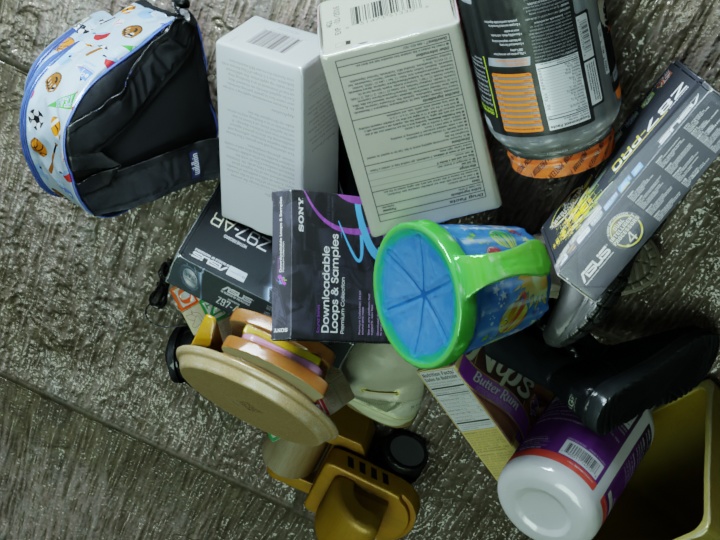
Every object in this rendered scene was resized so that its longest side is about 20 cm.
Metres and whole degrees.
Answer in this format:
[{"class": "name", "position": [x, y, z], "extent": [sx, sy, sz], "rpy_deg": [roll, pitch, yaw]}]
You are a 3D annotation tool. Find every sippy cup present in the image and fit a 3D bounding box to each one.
[{"class": "sippy cup", "position": [0.102, 0.014, 1.382], "extent": [0.178, 0.130, 0.140], "rpy_deg": [32, 124, 49]}]

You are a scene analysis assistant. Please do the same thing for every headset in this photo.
[{"class": "headset", "position": [-0.172, 0.078, 1.715], "extent": [0.123, 0.094, 0.200], "rpy_deg": [-17, 136, 32]}]

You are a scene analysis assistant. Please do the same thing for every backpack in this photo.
[{"class": "backpack", "position": [-0.242, -0.153, 1.449], "extent": [0.154, 0.191, 0.201], "rpy_deg": [15, 134, 32]}]

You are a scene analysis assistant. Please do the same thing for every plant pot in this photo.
[{"class": "plant pot", "position": [0.363, 0.274, 1.585], "extent": [0.200, 0.196, 0.194], "rpy_deg": [35, 133, -22]}]

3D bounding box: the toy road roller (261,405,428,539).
[{"class": "toy road roller", "position": [-0.026, 0.249, 1.735], "extent": [0.199, 0.146, 0.123], "rpy_deg": [25, 133, -1]}]

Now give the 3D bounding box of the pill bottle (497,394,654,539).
[{"class": "pill bottle", "position": [0.230, 0.183, 1.533], "extent": [0.112, 0.200, 0.113], "rpy_deg": [21, 134, 23]}]

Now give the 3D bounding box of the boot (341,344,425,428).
[{"class": "boot", "position": [-0.009, 0.076, 1.635], "extent": [0.199, 0.072, 0.155], "rpy_deg": [24, 131, 2]}]

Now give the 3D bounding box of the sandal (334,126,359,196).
[{"class": "sandal", "position": [-0.003, -0.106, 1.493], "extent": [0.076, 0.043, 0.201], "rpy_deg": [9, 131, 15]}]

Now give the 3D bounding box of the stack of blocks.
[{"class": "stack of blocks", "position": [-0.106, 0.079, 1.610], "extent": [0.115, 0.059, 0.201], "rpy_deg": [-28, 91, 32]}]

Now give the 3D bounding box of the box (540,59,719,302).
[{"class": "box", "position": [0.240, -0.080, 1.290], "extent": [0.049, 0.161, 0.200], "rpy_deg": [36, 104, -10]}]

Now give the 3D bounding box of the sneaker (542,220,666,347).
[{"class": "sneaker", "position": [0.222, -0.021, 1.418], "extent": [0.091, 0.076, 0.200], "rpy_deg": [31, 91, 16]}]

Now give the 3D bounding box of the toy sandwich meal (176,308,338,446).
[{"class": "toy sandwich meal", "position": [-0.097, 0.106, 1.504], "extent": [0.205, 0.070, 0.205], "rpy_deg": [25, 162, 9]}]

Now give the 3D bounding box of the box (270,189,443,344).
[{"class": "box", "position": [0.000, 0.000, 1.451], "extent": [0.199, 0.144, 0.036], "rpy_deg": [3, 174, -39]}]

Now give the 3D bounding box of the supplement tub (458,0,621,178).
[{"class": "supplement tub", "position": [0.157, -0.190, 1.292], "extent": [0.122, 0.123, 0.201], "rpy_deg": [-2, 121, 23]}]

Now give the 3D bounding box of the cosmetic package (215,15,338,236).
[{"class": "cosmetic package", "position": [-0.079, -0.135, 1.455], "extent": [0.101, 0.071, 0.201], "rpy_deg": [21, 129, 24]}]

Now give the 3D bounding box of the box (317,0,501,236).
[{"class": "box", "position": [0.045, -0.151, 1.370], "extent": [0.127, 0.109, 0.201], "rpy_deg": [-13, 125, 5]}]

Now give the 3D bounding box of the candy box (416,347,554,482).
[{"class": "candy box", "position": [0.151, 0.134, 1.585], "extent": [0.056, 0.117, 0.200], "rpy_deg": [-12, 123, 40]}]

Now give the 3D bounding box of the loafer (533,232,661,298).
[{"class": "loafer", "position": [0.197, -0.008, 1.484], "extent": [0.199, 0.068, 0.076], "rpy_deg": [-2, 91, 6]}]

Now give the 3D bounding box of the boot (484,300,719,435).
[{"class": "boot", "position": [0.244, 0.074, 1.515], "extent": [0.168, 0.200, 0.077], "rpy_deg": [38, 138, 37]}]

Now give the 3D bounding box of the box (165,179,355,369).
[{"class": "box", "position": [-0.078, -0.007, 1.529], "extent": [0.199, 0.160, 0.044], "rpy_deg": [27, 133, -2]}]
